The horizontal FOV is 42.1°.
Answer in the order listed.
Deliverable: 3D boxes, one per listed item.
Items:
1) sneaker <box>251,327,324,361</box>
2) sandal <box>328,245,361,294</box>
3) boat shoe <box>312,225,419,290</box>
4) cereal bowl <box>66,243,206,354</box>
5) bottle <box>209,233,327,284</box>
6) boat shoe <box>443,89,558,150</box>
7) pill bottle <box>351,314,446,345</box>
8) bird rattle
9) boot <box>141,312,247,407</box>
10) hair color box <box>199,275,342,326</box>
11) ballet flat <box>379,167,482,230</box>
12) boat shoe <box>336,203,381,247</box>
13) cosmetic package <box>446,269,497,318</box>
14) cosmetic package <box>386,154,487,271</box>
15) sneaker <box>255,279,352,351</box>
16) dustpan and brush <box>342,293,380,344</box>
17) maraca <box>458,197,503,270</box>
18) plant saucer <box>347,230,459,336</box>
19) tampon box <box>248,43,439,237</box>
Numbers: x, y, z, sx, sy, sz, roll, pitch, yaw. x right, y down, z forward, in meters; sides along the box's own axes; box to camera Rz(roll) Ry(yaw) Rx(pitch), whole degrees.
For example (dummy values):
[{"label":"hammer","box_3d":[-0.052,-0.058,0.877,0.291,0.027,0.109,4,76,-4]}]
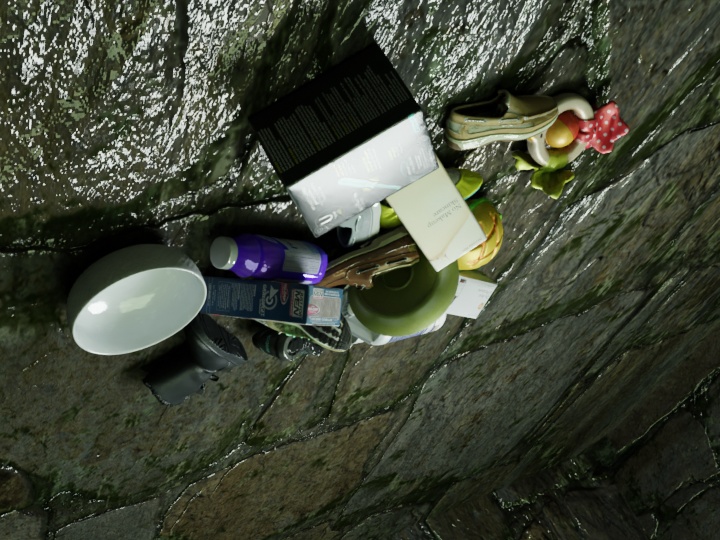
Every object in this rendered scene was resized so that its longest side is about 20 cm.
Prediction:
[{"label":"sneaker","box_3d":[-0.124,0.119,1.712,0.079,0.076,0.200,6,-178,23]},{"label":"sandal","box_3d":[-0.074,0.028,1.595,0.200,0.076,0.048,-40,134,17]},{"label":"boat shoe","box_3d":[0.000,0.000,1.522,0.199,0.068,0.072,-27,179,8]},{"label":"cereal bowl","box_3d":[-0.323,0.029,1.323,0.199,0.084,0.201,-24,152,-14]},{"label":"bottle","box_3d":[-0.141,-0.019,1.429,0.199,0.083,0.066,7,101,-50]},{"label":"boat shoe","box_3d":[0.224,-0.244,1.446,0.199,0.072,0.076,-20,140,-21]},{"label":"pill bottle","box_3d":[0.056,0.078,1.763,0.199,0.111,0.111,-11,147,-34]},{"label":"bird rattle","box_3d":[0.351,-0.225,1.575,0.200,0.113,0.163,-37,136,6]},{"label":"boot","box_3d":[-0.295,0.155,1.585,0.162,0.074,0.198,-30,154,5]},{"label":"hair color box","box_3d":[-0.137,0.047,1.432,0.199,0.061,0.100,4,178,30]},{"label":"ballet flat","box_3d":[0.109,-0.130,1.527,0.199,0.067,0.067,-25,132,-9]},{"label":"boat shoe","box_3d":[-0.013,-0.092,1.450,0.071,0.070,0.201,-29,156,-11]},{"label":"cosmetic package","box_3d":[0.163,0.034,1.708,0.199,0.051,0.083,11,117,-49]},{"label":"cosmetic package","box_3d":[0.105,-0.106,1.460,0.103,0.073,0.200,-34,126,7]},{"label":"sneaker","box_3d":[-0.108,0.084,1.576,0.077,0.199,0.089,-67,-172,-30]},{"label":"dustpan and brush","box_3d":[0.014,0.014,1.646,0.201,0.139,0.057,-62,-172,-4]},{"label":"maraca","box_3d":[0.207,-0.062,1.686,0.138,0.107,0.200,-63,154,6]},{"label":"plant saucer","box_3d":[0.065,0.011,1.564,0.199,0.201,0.031,-34,148,6]},{"label":"tampon box","box_3d":[-0.020,-0.169,1.250,0.199,0.127,0.150,-30,153,-1]}]
